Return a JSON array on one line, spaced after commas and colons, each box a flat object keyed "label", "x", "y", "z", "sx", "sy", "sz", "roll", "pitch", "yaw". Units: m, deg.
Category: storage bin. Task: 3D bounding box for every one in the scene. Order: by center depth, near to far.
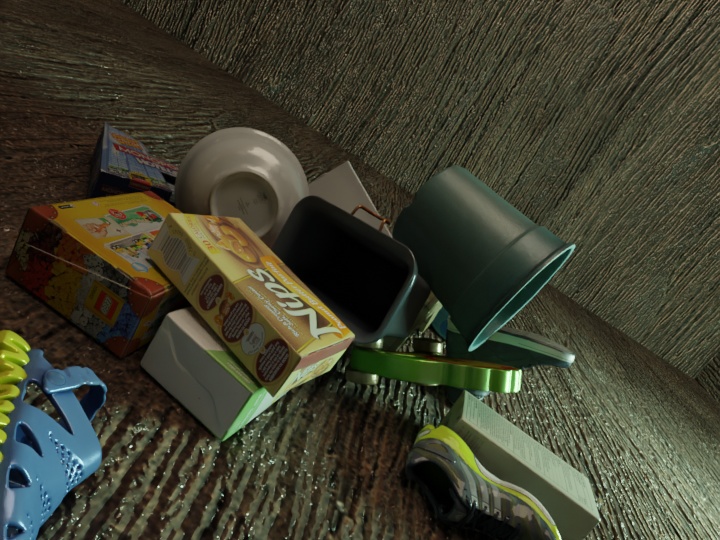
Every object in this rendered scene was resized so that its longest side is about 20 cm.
[{"label": "storage bin", "x": 0.000, "y": 0.000, "z": 0.695, "sx": 0.198, "sy": 0.147, "sz": 0.134, "roll": 31, "pitch": 2, "yaw": 29}]

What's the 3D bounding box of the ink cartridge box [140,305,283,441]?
[{"label": "ink cartridge box", "x": -0.121, "y": 0.086, "z": 0.575, "sx": 0.116, "sy": 0.068, "sz": 0.199, "roll": 38, "pitch": 18, "yaw": 11}]

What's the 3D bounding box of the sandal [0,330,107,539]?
[{"label": "sandal", "x": -0.205, "y": 0.116, "z": 0.332, "sx": 0.086, "sy": 0.080, "sz": 0.201, "roll": 25, "pitch": 20, "yaw": -35}]

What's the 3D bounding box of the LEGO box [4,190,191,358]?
[{"label": "LEGO box", "x": -0.247, "y": -0.009, "z": 0.586, "sx": 0.148, "sy": 0.078, "sz": 0.200, "roll": 35, "pitch": 17, "yaw": 3}]

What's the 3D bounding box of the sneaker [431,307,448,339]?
[{"label": "sneaker", "x": 0.178, "y": 0.078, "z": 1.134, "sx": 0.201, "sy": 0.080, "sz": 0.130, "roll": 48, "pitch": 13, "yaw": 17}]

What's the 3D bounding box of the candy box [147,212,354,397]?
[{"label": "candy box", "x": -0.109, "y": 0.026, "z": 0.537, "sx": 0.200, "sy": 0.056, "sz": 0.115, "roll": 44, "pitch": 19, "yaw": 16}]

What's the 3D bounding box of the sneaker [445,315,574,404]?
[{"label": "sneaker", "x": 0.223, "y": 0.164, "z": 0.827, "sx": 0.198, "sy": 0.150, "sz": 0.077, "roll": 11, "pitch": 3, "yaw": 26}]

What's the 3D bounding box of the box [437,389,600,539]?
[{"label": "box", "x": 0.191, "y": 0.255, "z": 0.666, "sx": 0.198, "sy": 0.079, "sz": 0.095, "roll": 36, "pitch": 16, "yaw": 7}]

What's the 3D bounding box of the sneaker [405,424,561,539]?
[{"label": "sneaker", "x": 0.126, "y": 0.261, "z": 0.574, "sx": 0.198, "sy": 0.075, "sz": 0.080, "roll": 34, "pitch": 25, "yaw": 23}]

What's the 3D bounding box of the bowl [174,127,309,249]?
[{"label": "bowl", "x": -0.165, "y": -0.097, "z": 0.745, "sx": 0.198, "sy": 0.204, "sz": 0.090, "roll": 26, "pitch": 8, "yaw": -19}]

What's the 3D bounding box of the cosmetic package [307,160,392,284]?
[{"label": "cosmetic package", "x": -0.018, "y": -0.067, "z": 0.867, "sx": 0.202, "sy": 0.111, "sz": 0.081, "roll": 64, "pitch": 3, "yaw": 30}]

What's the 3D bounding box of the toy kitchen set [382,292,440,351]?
[{"label": "toy kitchen set", "x": 0.041, "y": 0.059, "z": 0.941, "sx": 0.163, "sy": 0.180, "sz": 0.201, "roll": 40, "pitch": -22, "yaw": 13}]

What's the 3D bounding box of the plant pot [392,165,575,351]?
[{"label": "plant pot", "x": 0.159, "y": -0.029, "z": 0.745, "sx": 0.197, "sy": 0.201, "sz": 0.199, "roll": 48, "pitch": 21, "yaw": 20}]

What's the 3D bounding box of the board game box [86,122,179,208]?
[{"label": "board game box", "x": -0.339, "y": -0.148, "z": 0.825, "sx": 0.198, "sy": 0.062, "sz": 0.200, "roll": 15, "pitch": 26, "yaw": -47}]

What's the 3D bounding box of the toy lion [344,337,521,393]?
[{"label": "toy lion", "x": 0.105, "y": 0.130, "z": 0.695, "sx": 0.197, "sy": 0.070, "sz": 0.190, "roll": 11, "pitch": -5, "yaw": -38}]
